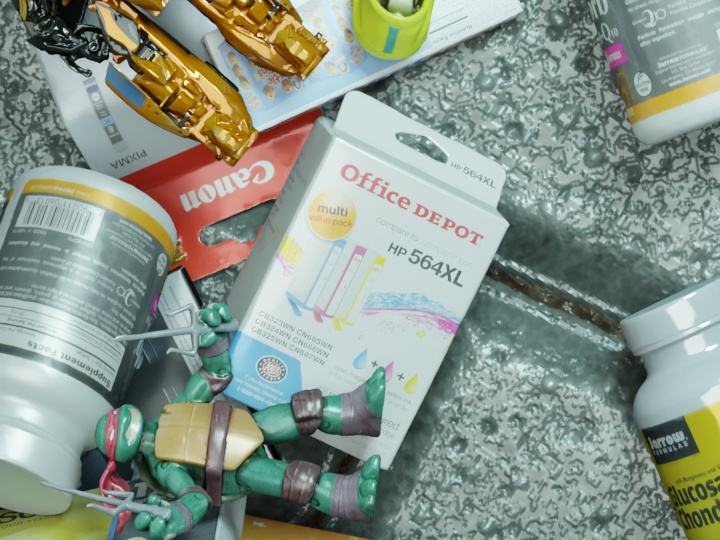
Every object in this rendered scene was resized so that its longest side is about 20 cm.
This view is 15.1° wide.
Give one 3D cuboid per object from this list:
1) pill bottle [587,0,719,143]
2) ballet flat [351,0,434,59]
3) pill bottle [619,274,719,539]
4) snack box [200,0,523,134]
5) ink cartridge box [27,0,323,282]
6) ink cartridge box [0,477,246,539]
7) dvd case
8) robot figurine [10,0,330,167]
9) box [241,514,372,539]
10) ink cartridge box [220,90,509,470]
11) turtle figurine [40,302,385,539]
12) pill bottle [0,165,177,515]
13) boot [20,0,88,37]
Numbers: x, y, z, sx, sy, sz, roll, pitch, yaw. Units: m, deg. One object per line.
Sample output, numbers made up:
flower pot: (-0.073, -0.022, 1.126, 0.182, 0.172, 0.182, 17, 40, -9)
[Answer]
pill bottle: (0.195, -0.190, 1.696, 0.116, 0.116, 0.201, -20, 89, 9)
ballet flat: (0.035, -0.231, 1.718, 0.066, 0.067, 0.201, 10, 73, -2)
pill bottle: (0.239, 0.108, 1.711, 0.111, 0.112, 0.201, -24, 89, 8)
snack box: (0.001, -0.158, 1.749, 0.199, 0.024, 0.072, -25, 90, -10)
ink cartridge box: (-0.111, -0.102, 1.785, 0.159, 0.047, 0.201, -22, 88, 9)
ink cartridge box: (-0.172, 0.172, 1.702, 0.196, 0.200, 0.047, -14, 113, 7)
dvd case: (-0.172, 0.108, 1.810, 0.199, 0.025, 0.151, -27, 93, 8)
robot figurine: (-0.124, -0.166, 1.686, 0.200, 0.058, 0.145, 39, 95, -7)
box: (-0.041, 0.235, 1.741, 0.198, 0.124, 0.098, 10, 112, 7)
ink cartridge box: (0.000, 0.000, 1.723, 0.128, 0.125, 0.201, 25, 96, -9)
turtle figurine: (-0.086, 0.098, 1.625, 0.198, 0.101, 0.151, 5, 72, -2)
pill bottle: (-0.197, 0.044, 1.718, 0.116, 0.117, 0.201, 14, 66, 7)
boot: (-0.139, -0.239, 1.744, 0.149, 0.073, 0.201, 2, 69, 17)
